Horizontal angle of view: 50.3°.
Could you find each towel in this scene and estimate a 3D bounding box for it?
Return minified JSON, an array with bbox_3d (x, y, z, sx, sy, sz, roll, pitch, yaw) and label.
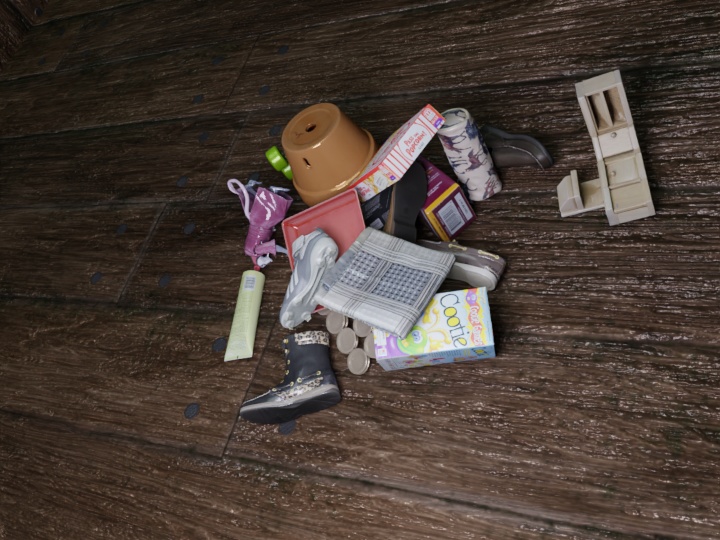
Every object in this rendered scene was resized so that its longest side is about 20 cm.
[{"bbox_3d":[0.039,0.012,1.326,0.199,0.035,0.193,20,59,30],"label":"towel"}]

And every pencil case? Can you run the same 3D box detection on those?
[{"bbox_3d":[0.205,-0.227,1.507,0.089,0.200,0.078,-6,44,32],"label":"pencil case"}]

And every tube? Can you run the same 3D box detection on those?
[{"bbox_3d":[-0.246,0.098,1.648,0.052,0.058,0.201,13,60,-11],"label":"tube"}]

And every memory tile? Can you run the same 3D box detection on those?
[{"bbox_3d":[-0.002,0.086,1.479,0.153,0.017,0.201,-47,55,23],"label":"memory tile"}]

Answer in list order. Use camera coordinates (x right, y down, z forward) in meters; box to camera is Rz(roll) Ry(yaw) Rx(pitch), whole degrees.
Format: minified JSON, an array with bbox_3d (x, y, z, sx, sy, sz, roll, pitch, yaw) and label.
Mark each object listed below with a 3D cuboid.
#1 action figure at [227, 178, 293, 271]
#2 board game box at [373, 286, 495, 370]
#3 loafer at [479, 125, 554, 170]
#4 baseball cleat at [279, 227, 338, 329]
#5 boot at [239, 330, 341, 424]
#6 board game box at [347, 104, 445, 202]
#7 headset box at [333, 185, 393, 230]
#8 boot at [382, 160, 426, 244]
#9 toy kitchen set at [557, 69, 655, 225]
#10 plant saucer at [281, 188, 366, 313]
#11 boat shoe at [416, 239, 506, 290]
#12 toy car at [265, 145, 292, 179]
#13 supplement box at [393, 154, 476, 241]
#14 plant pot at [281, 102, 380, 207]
[{"bbox_3d":[-0.221,-0.091,1.698,0.134,0.148,0.201,23,103,49],"label":"action figure"},{"bbox_3d":[0.128,0.103,1.333,0.198,0.105,0.104,-8,71,9],"label":"board game box"},{"bbox_3d":[0.305,-0.232,1.548,0.072,0.073,0.200,-53,40,-5],"label":"loafer"},{"bbox_3d":[-0.109,0.012,1.486,0.201,0.069,0.106,-58,46,16],"label":"baseball cleat"},{"bbox_3d":[-0.138,0.206,1.482,0.199,0.073,0.151,-18,51,14],"label":"boot"},{"bbox_3d":[0.065,-0.216,1.449,0.152,0.046,0.200,-53,10,-18],"label":"board game box"},{"bbox_3d":[-0.008,-0.140,1.623,0.148,0.075,0.200,-37,28,-1],"label":"headset box"},{"bbox_3d":[0.074,-0.116,1.463,0.075,0.073,0.201,-19,53,59],"label":"boot"},{"bbox_3d":[0.415,-0.205,1.378,0.162,0.181,0.201,-15,47,22],"label":"toy kitchen set"},{"bbox_3d":[-0.053,-0.033,1.496,0.199,0.037,0.201,-21,78,34],"label":"plant saucer"},{"bbox_3d":[0.182,-0.023,1.463,0.199,0.072,0.060,20,63,35],"label":"boat shoe"},{"bbox_3d":[-0.089,-0.230,1.761,0.164,0.158,0.201,-36,75,8],"label":"toy car"},{"bbox_3d":[0.132,-0.160,1.562,0.086,0.110,0.200,-41,47,-2],"label":"supplement box"},{"bbox_3d":[-0.070,-0.247,1.579,0.199,0.140,0.201,-17,47,19],"label":"plant pot"}]
